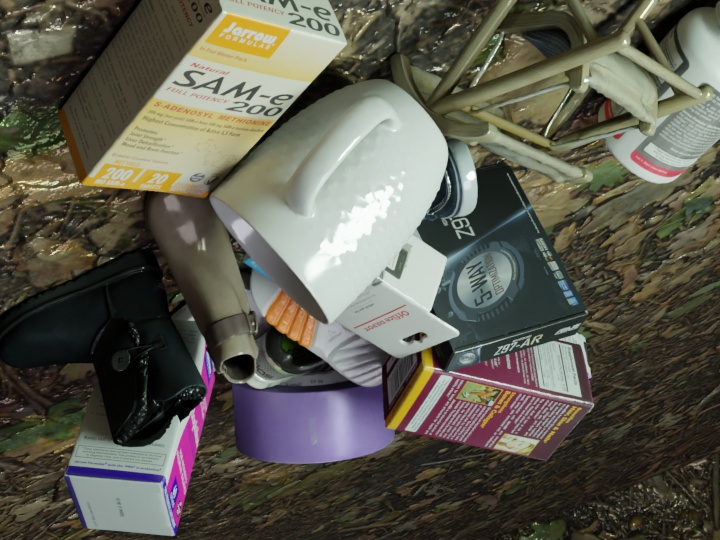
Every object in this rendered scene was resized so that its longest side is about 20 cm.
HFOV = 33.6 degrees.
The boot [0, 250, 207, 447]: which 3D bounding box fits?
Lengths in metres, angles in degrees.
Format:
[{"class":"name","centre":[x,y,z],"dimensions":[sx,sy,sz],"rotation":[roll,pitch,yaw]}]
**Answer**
[{"class":"boot","centre":[-0.256,0.096,1.156],"dimensions":[0.198,0.170,0.076],"rotation":[-26,155,8]}]

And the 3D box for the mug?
[{"class":"mug","centre":[-0.016,-0.075,0.978],"dimensions":[0.175,0.148,0.200],"rotation":[-45,170,-10]}]

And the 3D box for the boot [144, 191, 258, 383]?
[{"class":"boot","centre":[-0.140,0.018,1.128],"dimensions":[0.069,0.148,0.200],"rotation":[-21,156,2]}]

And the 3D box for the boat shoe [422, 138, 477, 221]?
[{"class":"boat shoe","centre":[0.044,-0.073,1.140],"dimensions":[0.090,0.072,0.200],"rotation":[-14,179,-14]}]

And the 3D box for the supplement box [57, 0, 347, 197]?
[{"class":"supplement box","centre":[-0.122,-0.144,0.903],"dimensions":[0.125,0.074,0.200],"rotation":[3,145,-46]}]

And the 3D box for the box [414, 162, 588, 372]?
[{"class":"box","centre":[0.122,-0.008,1.245],"dimensions":[0.158,0.202,0.044],"rotation":[-13,151,-19]}]

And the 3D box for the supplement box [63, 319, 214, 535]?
[{"class":"supplement box","centre":[-0.221,0.156,1.227],"dimensions":[0.102,0.202,0.102],"rotation":[4,139,5]}]

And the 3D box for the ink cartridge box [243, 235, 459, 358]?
[{"class":"ink cartridge box","centre":[0.000,0.000,1.165],"dimensions":[0.199,0.067,0.115],"rotation":[33,148,-22]}]

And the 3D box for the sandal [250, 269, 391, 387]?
[{"class":"sandal","centre":[-0.046,0.050,1.310],"dimensions":[0.079,0.059,0.207],"rotation":[-42,112,5]}]

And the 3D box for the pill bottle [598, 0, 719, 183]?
[{"class":"pill bottle","centre":[0.335,-0.187,1.181],"dimensions":[0.109,0.112,0.200],"rotation":[-5,150,-36]}]

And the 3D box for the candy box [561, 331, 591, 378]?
[{"class":"candy box","centre":[0.136,0.093,1.371],"dimensions":[0.199,0.072,0.167],"rotation":[36,123,-25]}]

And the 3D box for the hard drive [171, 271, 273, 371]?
[{"class":"hard drive","centre":[-0.170,0.070,1.354],"dimensions":[0.199,0.027,0.131],"rotation":[-38,153,27]}]

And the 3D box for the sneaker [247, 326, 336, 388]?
[{"class":"sneaker","centre":[-0.047,0.081,1.394],"dimensions":[0.198,0.075,0.087],"rotation":[-16,169,-38]}]

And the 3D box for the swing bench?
[{"class":"swing bench","centre":[0.168,-0.166,1.052],"dimensions":[0.199,0.131,0.198],"rotation":[-37,153,28]}]

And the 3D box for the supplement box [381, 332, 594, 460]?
[{"class":"supplement box","centre":[0.134,0.123,1.279],"dimensions":[0.197,0.086,0.111],"rotation":[14,135,-17]}]

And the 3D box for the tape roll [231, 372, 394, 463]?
[{"class":"tape roll","centre":[-0.057,0.165,1.454],"dimensions":[0.197,0.086,0.200],"rotation":[-3,-171,0]}]
